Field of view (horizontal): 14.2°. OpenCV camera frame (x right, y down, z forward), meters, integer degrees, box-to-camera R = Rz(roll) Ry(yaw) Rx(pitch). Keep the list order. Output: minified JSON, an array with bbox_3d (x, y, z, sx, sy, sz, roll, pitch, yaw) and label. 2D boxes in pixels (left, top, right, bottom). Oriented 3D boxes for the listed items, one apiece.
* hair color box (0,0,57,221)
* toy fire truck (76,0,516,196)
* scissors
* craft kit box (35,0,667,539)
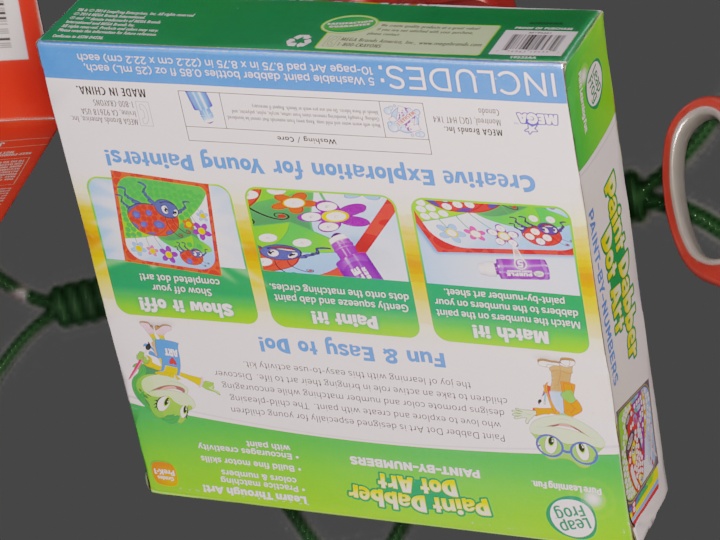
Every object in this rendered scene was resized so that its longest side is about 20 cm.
[{"bbox_3d":[-0.177,-0.063,1.144,0.200,0.061,0.102,135,127,-60],"label":"hair color box"},{"bbox_3d":[-0.023,-0.031,1.092,0.199,0.112,0.169,-6,96,30],"label":"toy fire truck"},{"bbox_3d":[0.149,0.031,1.025,0.073,0.014,0.201,-12,76,26],"label":"scissors"},{"bbox_3d":[0.000,0.000,1.019,0.199,0.049,0.199,5,122,24],"label":"craft kit box"}]
